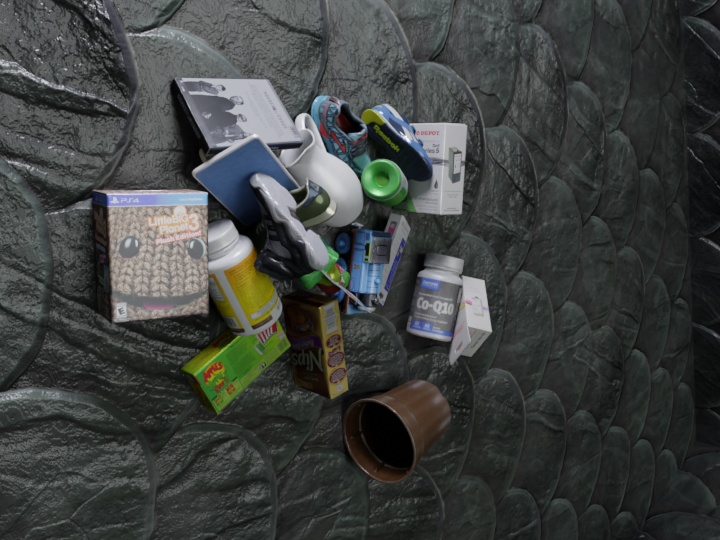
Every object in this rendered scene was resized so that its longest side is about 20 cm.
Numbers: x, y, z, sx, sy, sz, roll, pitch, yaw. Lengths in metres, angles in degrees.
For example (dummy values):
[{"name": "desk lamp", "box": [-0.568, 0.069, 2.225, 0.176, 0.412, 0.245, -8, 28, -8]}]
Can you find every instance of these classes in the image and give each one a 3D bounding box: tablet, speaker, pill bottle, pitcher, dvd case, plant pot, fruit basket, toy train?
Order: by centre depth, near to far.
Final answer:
[{"name": "dvd case", "box": [-0.211, -0.271, 1.196, 0.200, 0.025, 0.150, -13, 68, -44]}, {"name": "tablet", "box": [-0.193, -0.154, 1.204, 0.130, 0.014, 0.200, -30, 151, 5]}, {"name": "pill bottle", "box": [-0.225, 0.012, 1.237, 0.109, 0.109, 0.200, -42, 125, -32]}, {"name": "fruit basket", "box": [-0.074, -0.011, 1.337, 0.200, 0.185, 0.094, 34, 95, -41]}, {"name": "pitcher", "box": [-0.075, -0.197, 1.355, 0.200, 0.121, 0.172, 49, 37, -40]}, {"name": "speaker", "box": [0.052, -0.181, 1.435, 0.200, 0.088, 0.089, -11, 109, -82]}, {"name": "toy train", "box": [0.000, 0.000, 1.460, 0.087, 0.114, 0.200, 3, 95, -45]}, {"name": "plant pot", "box": [0.097, 0.357, 1.586, 0.198, 0.200, 0.201, -20, 111, -50]}, {"name": "pill bottle", "box": [0.184, 0.064, 1.661, 0.114, 0.114, 0.200, 13, 88, -46]}]

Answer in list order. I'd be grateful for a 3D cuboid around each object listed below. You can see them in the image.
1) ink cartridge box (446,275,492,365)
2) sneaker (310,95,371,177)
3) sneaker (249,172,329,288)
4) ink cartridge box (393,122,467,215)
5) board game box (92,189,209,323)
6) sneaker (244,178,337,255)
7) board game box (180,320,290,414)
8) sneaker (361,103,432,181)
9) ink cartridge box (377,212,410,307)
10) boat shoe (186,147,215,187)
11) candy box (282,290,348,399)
[{"name": "ink cartridge box", "box": [0.261, 0.128, 1.680, 0.067, 0.117, 0.200, 13, 48, -13]}, {"name": "sneaker", "box": [-0.024, -0.264, 1.398, 0.079, 0.095, 0.200, -55, 131, -23]}, {"name": "sneaker", "box": [-0.151, -0.063, 1.182, 0.200, 0.114, 0.075, 54, 22, 1]}, {"name": "ink cartridge box", "box": [0.156, -0.231, 1.552, 0.084, 0.145, 0.200, -6, 102, -43]}, {"name": "board game box", "box": [-0.335, -0.028, 1.105, 0.159, 0.097, 0.200, -6, 102, -32]}, {"name": "sneaker", "box": [-0.149, -0.104, 1.255, 0.090, 0.200, 0.067, 51, 20, -42]}, {"name": "board game box", "box": [-0.232, 0.163, 1.304, 0.200, 0.048, 0.102, -43, 125, -32]}, {"name": "sneaker", "box": [0.093, -0.282, 1.487, 0.200, 0.074, 0.082, 49, 47, -5]}, {"name": "ink cartridge box", "box": [0.061, -0.023, 1.550, 0.095, 0.037, 0.200, 48, 59, -70]}, {"name": "boat shoe", "box": [-0.225, -0.181, 1.238, 0.201, 0.063, 0.074, -4, 61, -54]}, {"name": "candy box", "box": [-0.091, 0.149, 1.395, 0.056, 0.117, 0.200, -23, 113, -40]}]
